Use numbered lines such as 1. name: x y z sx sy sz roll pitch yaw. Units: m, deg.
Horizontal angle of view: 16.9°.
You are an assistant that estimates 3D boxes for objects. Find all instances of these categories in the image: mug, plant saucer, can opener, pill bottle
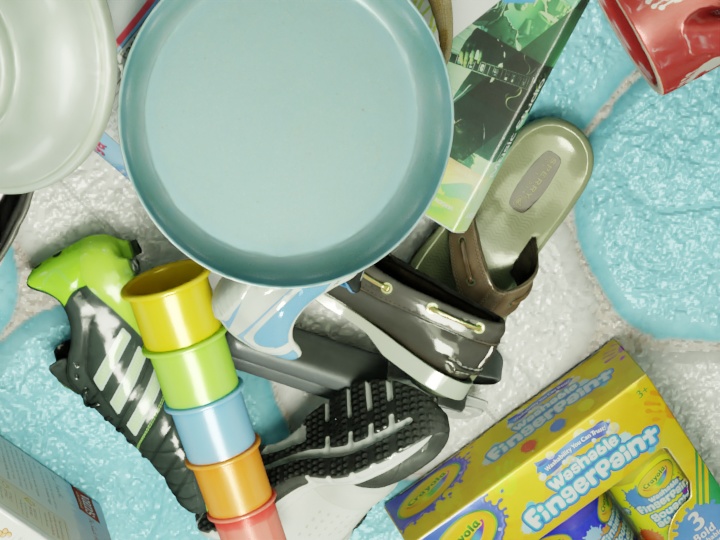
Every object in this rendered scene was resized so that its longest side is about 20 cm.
1. mug: 0.250 -0.204 1.511 0.199 0.178 0.134 -30 100 2
2. plant saucer: -0.235 -0.133 1.407 0.199 0.050 0.201 13 117 26
3. can opener: -0.003 0.060 1.608 0.199 0.053 0.067 14 71 -20
4. pill bottle: -0.129 -0.115 1.466 0.200 0.109 0.109 40 96 -10
5. plant saucer: -0.045 -0.090 1.416 0.199 0.027 0.201 -1 93 -13

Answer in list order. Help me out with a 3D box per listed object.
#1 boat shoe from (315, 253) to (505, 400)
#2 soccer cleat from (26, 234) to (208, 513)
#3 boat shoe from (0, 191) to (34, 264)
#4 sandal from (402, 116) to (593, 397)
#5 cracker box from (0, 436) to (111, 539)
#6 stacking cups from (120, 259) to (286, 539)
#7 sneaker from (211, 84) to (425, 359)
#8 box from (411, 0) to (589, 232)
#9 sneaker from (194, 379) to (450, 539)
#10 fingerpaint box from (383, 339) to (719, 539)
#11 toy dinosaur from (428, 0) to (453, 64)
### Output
1. boat shoe: 0.000 0.000 1.544 0.201 0.072 0.061 36 102 4
2. soccer cleat: -0.151 0.072 1.565 0.081 0.068 0.201 -20 107 5
3. boat shoe: -0.250 -0.024 1.503 0.067 0.057 0.201 23 102 -21
4. sandal: 0.085 -0.011 1.580 0.080 0.057 0.202 29 92 -15
5. cracker box: -0.245 0.144 1.522 0.200 0.134 0.058 38 97 -22
6. stacking cups: -0.095 0.094 1.527 0.060 0.061 0.201 -19 110 -7
7. sneaker: -0.011 -0.036 1.482 0.072 0.072 0.200 36 91 -20
8. box: 0.049 -0.144 1.509 0.144 0.036 0.201 30 102 15
9. sneaker: -0.014 0.136 1.590 0.200 0.074 0.080 -27 130 34
10. fingerpaint box: 0.146 0.176 1.667 0.200 0.073 0.167 -35 114 -1
11. toy dinosaur: 0.037 -0.217 1.473 0.101 0.058 0.201 -35 77 30
